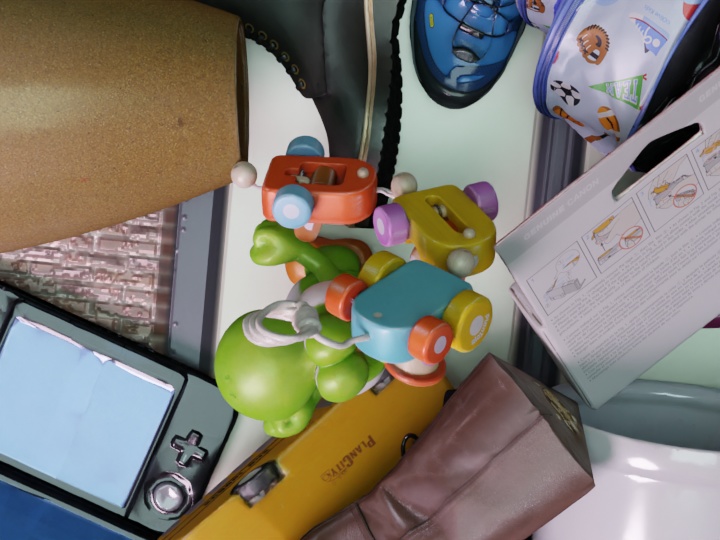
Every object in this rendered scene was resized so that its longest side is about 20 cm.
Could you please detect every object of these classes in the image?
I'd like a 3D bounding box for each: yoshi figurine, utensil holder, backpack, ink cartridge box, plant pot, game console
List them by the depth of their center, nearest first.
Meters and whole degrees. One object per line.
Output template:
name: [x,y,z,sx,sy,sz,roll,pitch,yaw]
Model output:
ink cartridge box: [0.171,-0.036,0.958,0.199,0.045,0.176,-38,136,-1]
backpack: [0.173,-0.156,0.987,0.153,0.200,0.192,28,89,23]
plant pot: [-0.166,-0.097,0.999,0.198,0.186,0.188,-1,97,0]
yoshi figurine: [-0.037,0.036,1.006,0.112,0.200,0.112,38,97,-5]
utensil holder: [0.183,0.182,1.040,0.168,0.170,0.202,4,100,0]
game console: [-0.197,0.121,1.061,0.199,0.119,0.173,25,97,-3]

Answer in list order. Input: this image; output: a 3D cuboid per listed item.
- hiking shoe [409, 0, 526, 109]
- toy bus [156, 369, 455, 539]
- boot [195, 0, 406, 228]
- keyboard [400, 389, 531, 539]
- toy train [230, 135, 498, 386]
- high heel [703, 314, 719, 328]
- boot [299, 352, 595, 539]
hiking shoe: [0.078,-0.195,1.032,0.074,0.087,0.202,17,97,-1]
toy bus: [-0.029,0.127,1.055,0.200,0.078,0.065,-41,97,-24]
boot: [-0.043,-0.129,1.057,0.137,0.077,0.202,3,87,6]
keyboard: [0.066,0.171,1.021,0.103,0.040,0.202,19,68,-29]
toy train: [0.000,0.000,0.922,0.149,0.201,0.056,1,124,2]
high heel: [0.192,0.004,1.051,0.198,0.096,0.068,8,97,0]
boot: [0.071,0.169,0.954,0.200,0.064,0.187,-41,75,2]
